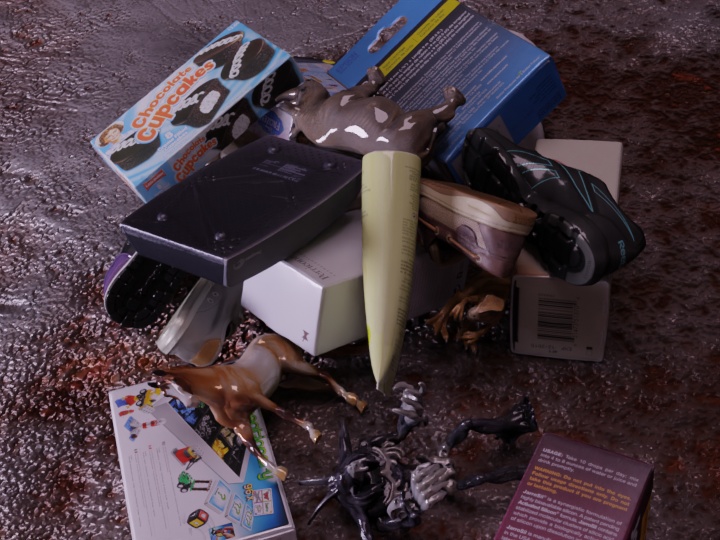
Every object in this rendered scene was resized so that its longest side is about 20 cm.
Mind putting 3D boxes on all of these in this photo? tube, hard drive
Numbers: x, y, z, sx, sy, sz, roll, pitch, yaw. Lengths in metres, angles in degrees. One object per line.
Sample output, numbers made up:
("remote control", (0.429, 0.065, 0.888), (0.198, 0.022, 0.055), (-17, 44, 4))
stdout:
("tube", (0.022, 0.002, 0.990), (0.058, 0.201, 0.052), (9, -12, -39))
("hard drive", (-0.095, -0.054, 1.035), (0.134, 0.043, 0.200), (18, 37, 31))

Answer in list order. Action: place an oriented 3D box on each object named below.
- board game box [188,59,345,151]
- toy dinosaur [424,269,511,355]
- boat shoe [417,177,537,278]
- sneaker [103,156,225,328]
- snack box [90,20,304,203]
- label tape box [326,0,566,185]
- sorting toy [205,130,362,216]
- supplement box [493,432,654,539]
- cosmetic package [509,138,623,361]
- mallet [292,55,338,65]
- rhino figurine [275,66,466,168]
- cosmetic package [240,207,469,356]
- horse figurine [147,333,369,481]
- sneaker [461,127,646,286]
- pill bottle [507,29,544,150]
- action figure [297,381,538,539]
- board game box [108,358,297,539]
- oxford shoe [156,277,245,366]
("board game box", (-0.055, -0.180, 1.292), (0.199, 0.041, 0.199), (-6, 28, -39))
("toy dinosaur", (0.114, 0.018, 1.067), (0.060, 0.106, 0.200), (37, 24, -11))
("boat shoe", (0.074, -0.039, 1.038), (0.072, 0.072, 0.200), (7, 10, -36))
("sneaker", (-0.182, -0.043, 1.156), (0.200, 0.076, 0.088), (-46, 30, 5))
("snack box", (-0.164, -0.159, 1.190), (0.200, 0.037, 0.116), (-42, 44, -8))
("label tape box", (0.083, -0.184, 1.178), (0.144, 0.063, 0.200), (-44, 50, -4))
("sorting toy", (-0.033, -0.083, 1.219), (0.179, 0.107, 0.200), (-22, 37, -30))
("supplement box", (0.133, 0.229, 0.829), (0.085, 0.111, 0.200), (15, 46, 22))
("cosmetic package", (0.193, -0.023, 1.107), (0.087, 0.104, 0.200), (5, 42, 13))
("mallet", (-0.009, -0.248, 1.439), (0.199, 0.041, 0.066), (18, 48, 32))
("rhino figurine", (-0.004, -0.143, 1.106), (0.199, 0.060, 0.088), (18, 60, 32))
("cosmetic package", (0.000, 0.000, 1.086), (0.101, 0.072, 0.199), (31, 34, 35))
("horse figurine", (-0.072, 0.097, 1.011), (0.132, 0.050, 0.200), (32, 35, 17))
("sneaker", (0.163, -0.060, 1.037), (0.079, 0.076, 0.200), (-19, 49, -28))
("pill bottle", (0.139, -0.158, 1.257), (0.110, 0.111, 0.201), (1, 43, 9))
("action figure", (0.049, 0.148, 0.941), (0.199, 0.102, 0.119), (-12, 53, -7))
("board game box", (-0.135, 0.165, 0.997), (0.126, 0.035, 0.200), (-13, 42, -9))
("oxford shoe", (-0.134, 0.030, 1.122), (0.058, 0.075, 0.200), (34, 27, -7))
